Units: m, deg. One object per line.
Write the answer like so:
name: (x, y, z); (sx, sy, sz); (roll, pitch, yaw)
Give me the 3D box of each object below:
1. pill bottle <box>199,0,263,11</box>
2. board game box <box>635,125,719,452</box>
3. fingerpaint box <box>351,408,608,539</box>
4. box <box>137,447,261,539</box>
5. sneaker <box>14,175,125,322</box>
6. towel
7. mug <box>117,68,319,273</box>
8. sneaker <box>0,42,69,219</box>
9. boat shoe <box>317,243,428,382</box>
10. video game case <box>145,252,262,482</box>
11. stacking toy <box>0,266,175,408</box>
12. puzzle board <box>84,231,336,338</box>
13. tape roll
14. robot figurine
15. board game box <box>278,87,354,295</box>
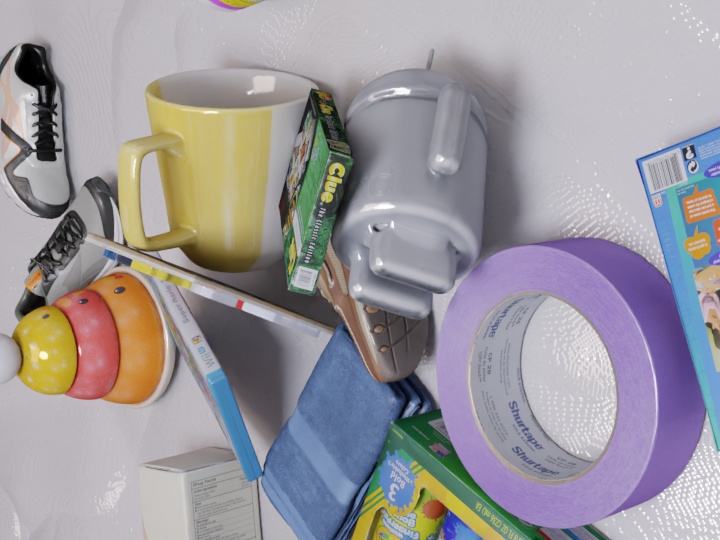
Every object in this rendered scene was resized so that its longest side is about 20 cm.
pill bottle: (-0.062, -0.287, 1.103); (0.198, 0.103, 0.106); (-8, 90, 46)
board game box: (0.270, 0.001, 0.843); (0.151, 0.045, 0.203); (-20, 81, 45)
fingerpaint box: (0.086, 0.236, 1.046); (0.199, 0.073, 0.169); (38, 121, 36)
box: (-0.150, 0.280, 1.282); (0.077, 0.094, 0.204); (-1, 94, 46)
sneaker: (-0.308, -0.011, 1.414); (0.074, 0.079, 0.202); (49, 126, 31)
towel: (-0.018, 0.147, 1.159); (0.112, 0.048, 0.202); (50, 129, 32)
mug: (-0.127, -0.083, 1.157); (0.149, 0.184, 0.156); (-133, 41, -61)
sneaker: (-0.357, -0.154, 1.448); (0.080, 0.073, 0.203); (-29, 75, 42)
boat shoe: (0.000, 0.000, 1.108); (0.072, 0.075, 0.203); (-35, 62, 46)
video game case: (-0.149, 0.080, 1.223); (0.201, 0.018, 0.144); (54, 164, 43)
stacking toy: (-0.295, 0.078, 1.326); (0.145, 0.198, 0.149); (8, 102, 44)
puzzle board: (-0.120, 0.019, 1.143); (0.150, 0.199, 0.018); (20, 88, 42)
tape roll: (0.148, 0.080, 0.967); (0.198, 0.065, 0.204); (9, 103, 45)
robot figurine: (0.038, -0.067, 0.996); (0.170, 0.111, 0.203); (-47, 30, 51)
board game box: (-0.037, -0.065, 1.016); (0.200, 0.023, 0.106); (-105, 33, -69)
